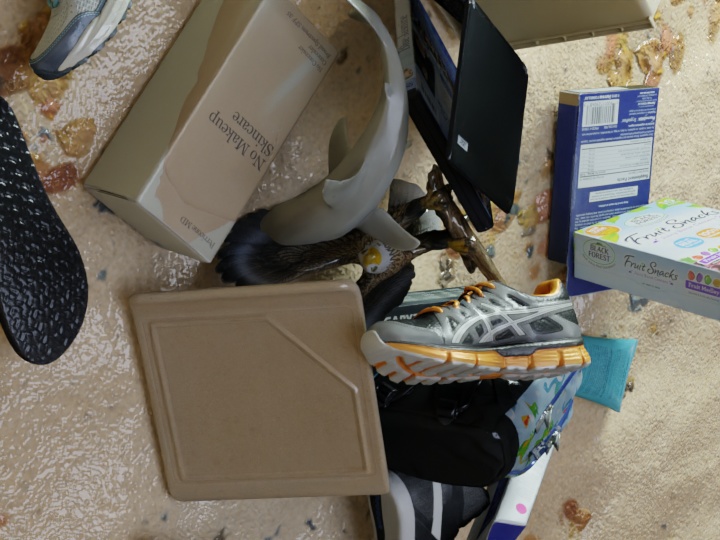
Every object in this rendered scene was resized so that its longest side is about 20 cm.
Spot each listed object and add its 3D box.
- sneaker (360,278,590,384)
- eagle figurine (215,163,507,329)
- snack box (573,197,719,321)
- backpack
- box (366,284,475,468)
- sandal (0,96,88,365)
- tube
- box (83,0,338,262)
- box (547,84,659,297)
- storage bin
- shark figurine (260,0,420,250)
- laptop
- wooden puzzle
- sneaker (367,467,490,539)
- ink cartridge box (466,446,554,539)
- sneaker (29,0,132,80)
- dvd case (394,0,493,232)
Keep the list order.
[{"bbox_3d":[0.087,0.046,1.254,0.199,0.078,0.078,1,77,-31],"label":"sneaker"},{"bbox_3d":[-0.002,-0.002,1.313,0.199,0.152,0.151,-31,147,7],"label":"eagle figurine"},{"bbox_3d":[0.321,-0.012,1.517,0.142,0.199,0.053,-18,114,-36],"label":"snack box"},{"bbox_3d":[0.108,0.099,1.377,0.200,0.162,0.154,-55,136,-35],"label":"backpack"},{"bbox_3d":[0.056,0.100,1.456,0.199,0.046,0.160,-4,103,-40],"label":"box"},{"bbox_3d":[-0.254,-0.030,1.163,0.075,0.045,0.201,-25,101,-41],"label":"sandal"},{"bbox_3d":[0.216,0.094,1.600,0.199,0.050,0.078,14,95,-47],"label":"tube"},{"bbox_3d":[-0.114,-0.117,1.234,0.095,0.078,0.201,40,73,-41],"label":"box"},{"bbox_3d":[0.239,-0.079,1.583,0.121,0.032,0.202,-9,106,-39],"label":"box"},{"bbox_3d":[0.137,-0.292,1.338,0.200,0.198,0.094,53,49,-36],"label":"storage bin"},{"bbox_3d":[-0.005,-0.093,1.196,0.089,0.128,0.216,-18,134,-58],"label":"shark figurine"},{"bbox_3d":[0.059,-0.163,1.256,0.103,0.200,0.177,-48,158,5],"label":"laptop"},{"bbox_3d":[-0.077,0.096,1.270,0.037,0.184,0.201,-71,155,-61],"label":"wooden puzzle"},{"bbox_3d":[0.068,0.245,1.452,0.111,0.073,0.201,-23,134,-26],"label":"sneaker"},{"bbox_3d":[0.135,0.211,1.479,0.200,0.037,0.095,-58,178,-45],"label":"ink cartridge box"},{"bbox_3d":[-0.201,-0.232,1.146,0.086,0.077,0.201,30,73,-29],"label":"sneaker"},{"bbox_3d":[0.068,-0.139,1.334,0.017,0.201,0.143,-23,122,15],"label":"dvd case"}]
